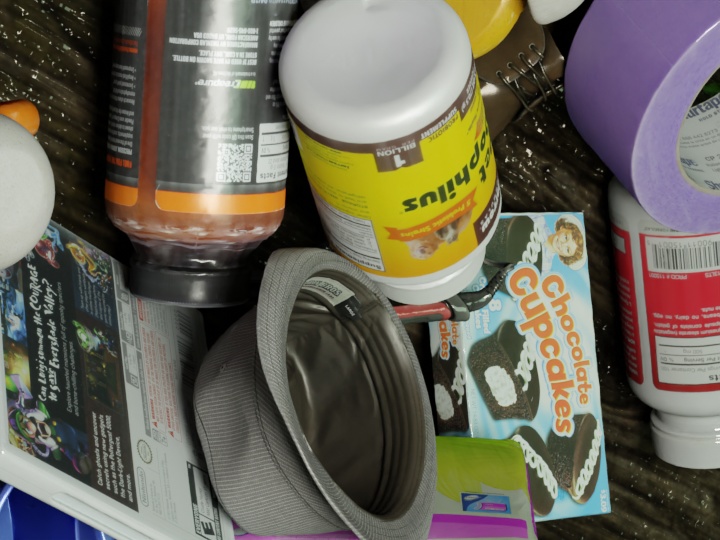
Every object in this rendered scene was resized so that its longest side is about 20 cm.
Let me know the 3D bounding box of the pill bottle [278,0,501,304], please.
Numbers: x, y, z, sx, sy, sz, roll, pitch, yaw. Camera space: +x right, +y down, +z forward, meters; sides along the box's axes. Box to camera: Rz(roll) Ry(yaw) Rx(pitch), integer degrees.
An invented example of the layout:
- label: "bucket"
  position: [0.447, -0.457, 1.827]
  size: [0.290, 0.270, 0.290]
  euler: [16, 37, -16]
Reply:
- label: "pill bottle"
  position: [0.022, -0.066, 1.492]
  size: [0.109, 0.109, 0.200]
  euler: [-47, 150, -20]

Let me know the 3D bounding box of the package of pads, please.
- label: "package of pads"
  position: [0.004, 0.154, 1.534]
  size: [0.199, 0.155, 0.069]
  euler: [1, 112, -1]

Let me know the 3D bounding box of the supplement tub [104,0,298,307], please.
- label: "supplement tub"
  position: [-0.093, -0.083, 1.476]
  size: [0.107, 0.107, 0.201]
  euler: [-2, 101, -38]

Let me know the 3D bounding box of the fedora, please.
- label: "fedora"
  position: [-0.034, 0.084, 1.456]
  size: [0.177, 0.090, 0.201]
  euler: [47, 31, -36]

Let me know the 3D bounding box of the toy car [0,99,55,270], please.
- label: "toy car"
  position: [-0.251, -0.083, 1.315]
  size: [0.200, 0.175, 0.151]
  euler: [21, 76, -39]

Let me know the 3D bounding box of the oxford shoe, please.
- label: "oxford shoe"
  position: [0.088, -0.125, 1.626]
  size: [0.073, 0.084, 0.200]
  euler: [43, 75, -38]

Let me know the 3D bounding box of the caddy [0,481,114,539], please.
- label: "caddy"
  position: [-0.165, 0.181, 1.483]
  size: [0.141, 0.105, 0.201]
  euler: [-13, 109, -35]

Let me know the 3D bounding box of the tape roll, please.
- label: "tape roll"
  position: [0.232, -0.126, 1.610]
  size: [0.199, 0.085, 0.201]
  euler: [-20, 139, -18]

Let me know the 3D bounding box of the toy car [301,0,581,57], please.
- label: "toy car"
  position: [0.051, -0.232, 1.528]
  size: [0.150, 0.174, 0.201]
  euler: [-60, 143, -67]

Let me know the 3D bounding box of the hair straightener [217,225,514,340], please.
- label: "hair straightener"
  position: [0.000, 0.000, 1.588]
  size: [0.199, 0.041, 0.077]
  euler: [-7, 72, -19]

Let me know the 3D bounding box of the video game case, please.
- label: "video game case"
  position: [-0.146, 0.063, 1.438]
  size: [0.023, 0.201, 0.182]
  euler: [-35, 133, 24]

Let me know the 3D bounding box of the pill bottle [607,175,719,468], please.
- label: "pill bottle"
  position: [0.232, 0.027, 1.757]
  size: [0.112, 0.112, 0.201]
  euler: [-21, 114, -33]

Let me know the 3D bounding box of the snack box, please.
- label: "snack box"
  position: [0.101, 0.063, 1.677]
  size: [0.116, 0.037, 0.201]
  euler: [-2, 85, -38]

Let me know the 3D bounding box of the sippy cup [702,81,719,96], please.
- label: "sippy cup"
  position: [0.220, -0.210, 1.688]
  size: [0.130, 0.140, 0.178]
  euler: [-27, 75, -19]
